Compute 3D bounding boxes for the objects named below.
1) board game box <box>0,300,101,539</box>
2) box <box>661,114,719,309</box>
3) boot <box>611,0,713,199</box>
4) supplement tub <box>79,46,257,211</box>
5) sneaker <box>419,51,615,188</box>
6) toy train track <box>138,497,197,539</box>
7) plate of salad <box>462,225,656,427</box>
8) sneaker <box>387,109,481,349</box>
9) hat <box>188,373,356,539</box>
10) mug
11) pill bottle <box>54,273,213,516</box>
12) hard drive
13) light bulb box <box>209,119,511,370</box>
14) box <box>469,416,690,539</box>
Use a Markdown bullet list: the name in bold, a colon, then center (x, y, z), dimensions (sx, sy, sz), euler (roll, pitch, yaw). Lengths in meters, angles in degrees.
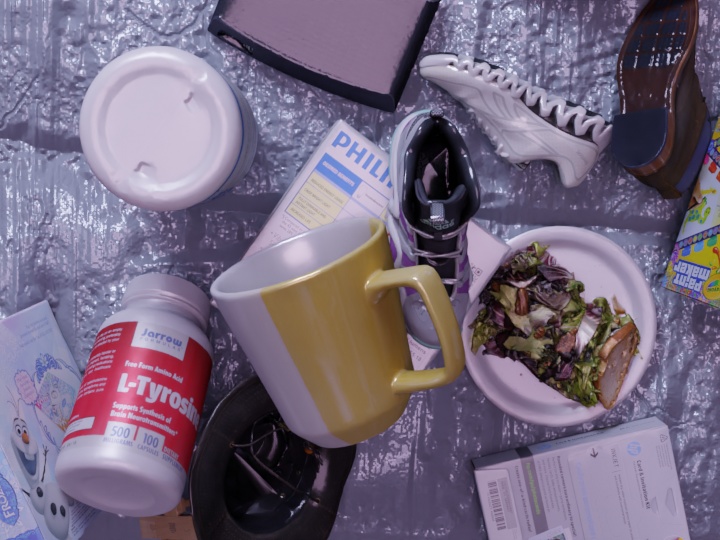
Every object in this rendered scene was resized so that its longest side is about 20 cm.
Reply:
- **board game box**: center (-0.296, 0.141, 0.888), dimensions (0.043, 0.200, 0.201), euler (-21, 96, 7)
- **box**: center (0.421, -0.037, 0.910), dimensions (0.198, 0.122, 0.194), euler (16, 96, -13)
- **boot**: center (0.295, -0.168, 0.945), dimensions (0.097, 0.074, 0.202), euler (34, 68, -46)
- **supplement tub**: center (-0.160, -0.121, 0.864), dimensions (0.130, 0.200, 0.133), euler (0, 96, 0)
- **sneaker**: center (0.141, -0.146, 0.935), dimensions (0.199, 0.075, 0.082), euler (26, 104, -3)
- **toy train track**: center (-0.180, 0.208, 0.974), dimensions (0.114, 0.032, 0.202), euler (-12, 85, 43)
- **plate of salad**: center (0.197, 0.058, 0.966), dimensions (0.198, 0.048, 0.202), euler (0, 97, -1)
- **sneaker**: center (0.057, -0.029, 0.782), dimensions (0.077, 0.140, 0.202), euler (-7, 95, -2)
- **hat**: center (-0.100, 0.189, 0.944), dimensions (0.199, 0.081, 0.203), euler (-2, 93, -41)
- **mug**: center (-0.020, 0.059, 0.778), dimensions (0.148, 0.186, 0.154), euler (-24, 105, -15)
- **pill bottle**: center (-0.196, 0.108, 0.890), dimensions (0.111, 0.113, 0.201), euler (9, 55, -2)
- **hard drive**: center (-0.034, -0.246, 0.932), dimensions (0.198, 0.042, 0.136), euler (23, 95, -3)
- **light bulb box**: center (0.000, 0.000, 0.917), dimensions (0.198, 0.125, 0.201), euler (36, 93, -4)
- **box**: center (0.223, 0.247, 0.990), dimensions (0.198, 0.041, 0.158), euler (-14, 96, 1)
